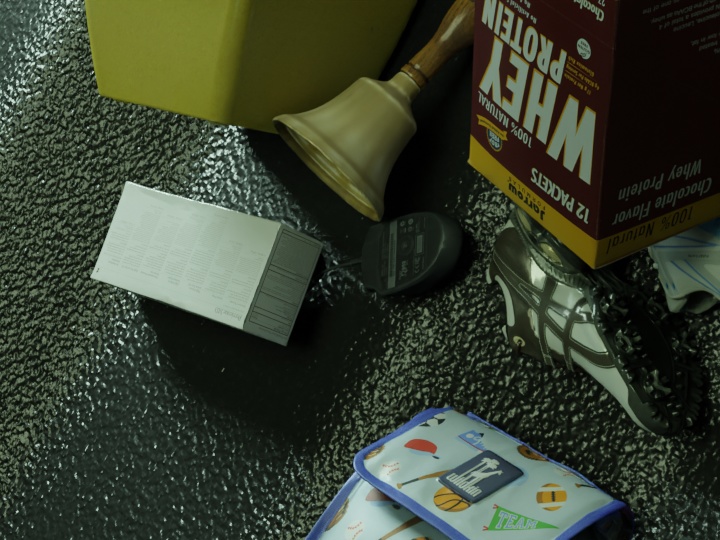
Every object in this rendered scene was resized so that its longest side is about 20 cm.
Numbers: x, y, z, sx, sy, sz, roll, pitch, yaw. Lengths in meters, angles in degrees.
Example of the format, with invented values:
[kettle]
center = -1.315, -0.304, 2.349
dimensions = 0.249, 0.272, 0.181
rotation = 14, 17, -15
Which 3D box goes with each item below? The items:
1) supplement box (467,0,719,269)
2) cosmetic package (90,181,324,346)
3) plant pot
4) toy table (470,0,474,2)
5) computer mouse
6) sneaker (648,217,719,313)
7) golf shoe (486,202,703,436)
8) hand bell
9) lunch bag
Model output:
[supplement box]
center = 0.181, -0.143, 1.214
dimensions = 0.133, 0.197, 0.200
rotation = 44, 146, 42
[cosmetic package]
center = -0.117, -0.007, 1.545
dimensions = 0.200, 0.051, 0.083
rotation = 17, 83, 49
[plant pot]
center = -0.088, -0.195, 1.521
dimensions = 0.200, 0.200, 0.177
rotation = 15, 95, 40
[toy table]
center = 0.154, -0.250, 1.367
dimensions = 0.117, 0.184, 0.200
rotation = 26, 81, 24
[computer mouse]
center = 0.000, 0.000, 1.483
dimensions = 0.200, 0.034, 0.059
rotation = -13, 65, 42
[sneaker]
center = 0.201, -0.022, 1.305
dimensions = 0.200, 0.075, 0.087
rotation = 45, 121, 46
[golf shoe]
center = 0.147, 0.040, 1.332
dimensions = 0.095, 0.078, 0.200
rotation = -54, 46, 32
[hand bell]
center = 0.044, -0.141, 1.463
dimensions = 0.200, 0.104, 0.104
rotation = -46, 50, -6
[lunch bag]
center = 0.056, 0.194, 1.310
dimensions = 0.170, 0.124, 0.200
rotation = 28, 76, 41
